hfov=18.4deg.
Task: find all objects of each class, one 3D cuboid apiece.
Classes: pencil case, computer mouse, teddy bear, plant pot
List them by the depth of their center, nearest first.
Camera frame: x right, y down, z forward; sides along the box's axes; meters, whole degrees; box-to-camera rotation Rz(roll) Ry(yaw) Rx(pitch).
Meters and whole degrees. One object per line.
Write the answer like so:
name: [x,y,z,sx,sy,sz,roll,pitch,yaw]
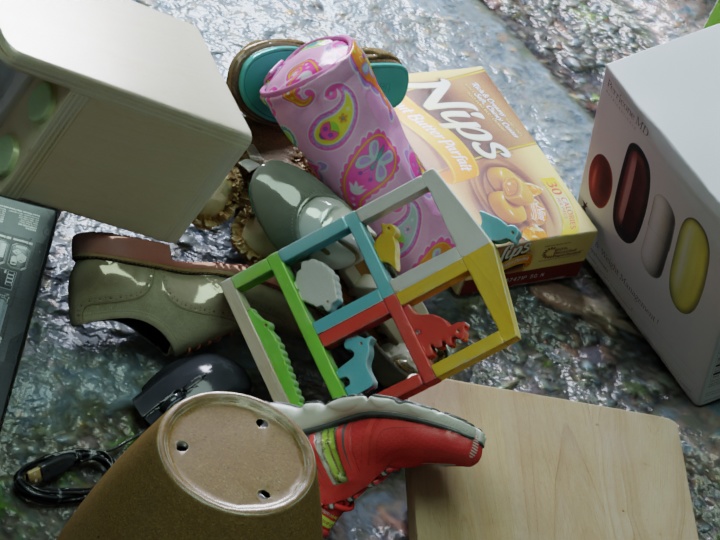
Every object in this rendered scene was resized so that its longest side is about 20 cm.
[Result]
plant pot: [-0.097,0.170,1.304,0.186,0.200,0.186,12,41,-10]
computer mouse: [-0.148,0.102,1.481,0.059,0.034,0.200,41,45,20]
pencil case: [0.004,-0.072,1.614,0.200,0.087,0.087,59,35,-23]
teddy bear: [-0.081,-0.064,1.643,0.145,0.067,0.200,22,30,-18]

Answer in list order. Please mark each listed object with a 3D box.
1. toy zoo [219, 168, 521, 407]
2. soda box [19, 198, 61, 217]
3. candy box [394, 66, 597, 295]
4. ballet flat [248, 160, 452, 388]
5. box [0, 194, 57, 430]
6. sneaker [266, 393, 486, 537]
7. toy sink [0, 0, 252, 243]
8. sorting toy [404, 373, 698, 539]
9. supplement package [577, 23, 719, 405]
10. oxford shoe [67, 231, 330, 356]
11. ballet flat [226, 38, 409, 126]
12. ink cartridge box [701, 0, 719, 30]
toy zoo: [0.019,0.020,1.499,0.200,0.020,0.131,-27,76,8]
soda box: [-0.245,-0.048,1.571,0.064,0.068,0.200,20,42,-5]
candy box: [0.086,-0.074,1.753,0.115,0.055,0.200,-8,48,-30]
ballet flat: [0.000,0.000,1.560,0.067,0.064,0.200,-45,108,-32]
box: [-0.311,0.014,1.436,0.200,0.051,0.158,14,75,-7]
sneaker: [-0.012,0.131,1.437,0.200,0.077,0.085,-6,68,23]
toy sink: [-0.197,-0.116,1.499,0.200,0.112,0.130,17,31,-40]
sorting toy: [0.120,0.179,1.485,0.199,0.070,0.200,11,42,-12]
supplement package: [0.278,-0.047,1.676,0.147,0.200,0.191,-20,54,-21]
oxford shoe: [-0.114,0.029,1.565,0.200,0.071,0.074,13,77,-21]
ballet flat: [-0.049,-0.149,1.682,0.072,0.068,0.200,24,21,37]
ink cartridge box: [0.341,-0.165,1.848,0.148,0.200,0.076,-17,53,-36]
